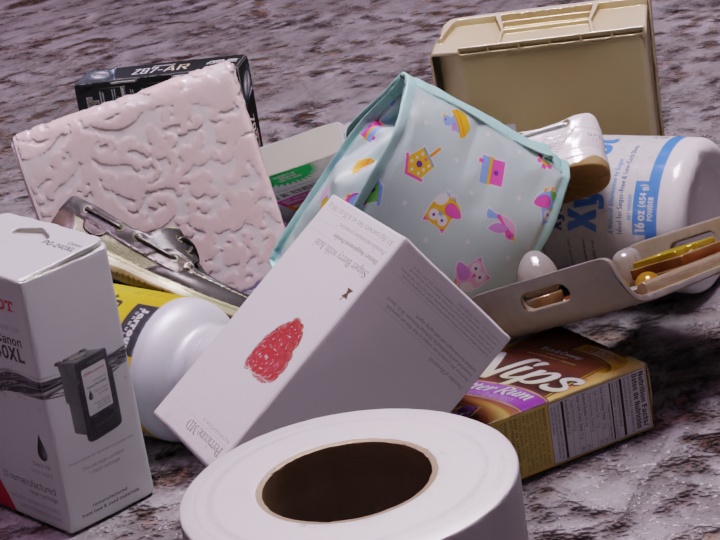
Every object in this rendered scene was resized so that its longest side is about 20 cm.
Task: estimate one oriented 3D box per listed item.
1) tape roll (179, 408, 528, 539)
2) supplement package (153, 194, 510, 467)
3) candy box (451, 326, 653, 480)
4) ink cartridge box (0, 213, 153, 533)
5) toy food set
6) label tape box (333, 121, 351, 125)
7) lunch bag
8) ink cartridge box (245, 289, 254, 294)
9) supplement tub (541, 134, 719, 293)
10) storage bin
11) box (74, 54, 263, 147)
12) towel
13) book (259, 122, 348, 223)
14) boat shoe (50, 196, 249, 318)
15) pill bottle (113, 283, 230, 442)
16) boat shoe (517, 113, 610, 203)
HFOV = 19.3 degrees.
[{"bbox_3d":[0.003,0.184,1.240,0.201,0.140,0.203,-8,19,3],"label":"tape roll"},{"bbox_3d":[-0.021,0.072,1.445,0.200,0.120,0.121,-51,31,-4],"label":"supplement package"},{"bbox_3d":[0.098,0.106,1.530,0.199,0.057,0.116,-18,21,-26],"label":"candy box"},{"bbox_3d":[-0.241,0.072,1.555,0.083,0.201,0.145,-25,25,-37],"label":"ink cartridge box"},{"bbox_3d":[0.197,-0.006,1.592,0.199,0.061,0.143,-19,0,-43],"label":"toy food set"},{"bbox_3d":[0.037,-0.098,2.086,0.199,0.067,0.143,-1,22,27],"label":"label tape box"},{"bbox_3d":[0.050,-0.037,1.644,0.170,0.201,0.122,28,9,-20],"label":"lunch bag"},{"bbox_3d":[-0.097,0.025,1.851,0.118,0.042,0.200,-9,17,7],"label":"ink cartridge box"},{"bbox_3d":[0.204,-0.050,1.790,0.199,0.133,0.132,3,23,30],"label":"supplement tub"},{"bbox_3d":[0.175,-0.129,1.915,0.197,0.201,0.094,-5,23,10],"label":"storage bin"},{"bbox_3d":[-0.168,-0.091,1.962,0.159,0.201,0.044,-6,20,12],"label":"box"},{"bbox_3d":[-0.170,-0.055,1.773,0.199,0.192,0.032,-19,4,3],"label":"towel"},{"bbox_3d":[-0.024,-0.085,1.915,0.133,0.048,0.200,-17,-17,27],"label":"book"},{"bbox_3d":[-0.164,-0.007,1.722,0.200,0.066,0.072,20,-16,8],"label":"boat shoe"},{"bbox_3d":[-0.163,0.072,1.650,0.199,0.113,0.112,8,26,40],"label":"pill bottle"},{"bbox_3d":[0.109,-0.081,1.740,0.199,0.071,0.070,-13,60,19],"label":"boat shoe"}]
